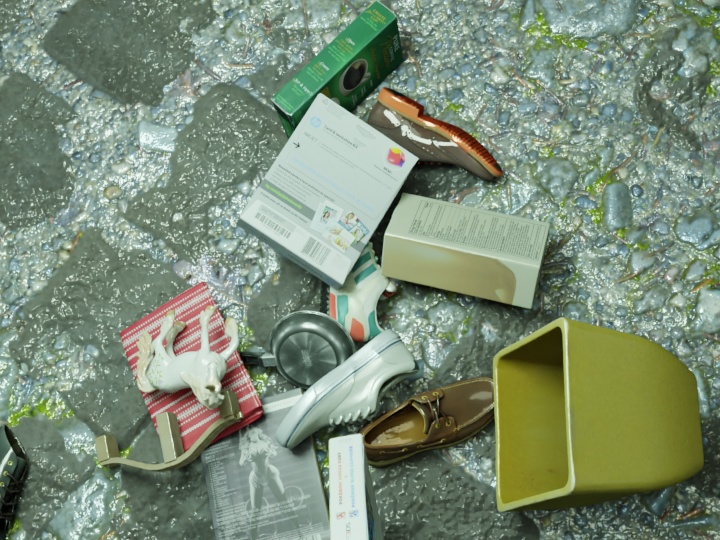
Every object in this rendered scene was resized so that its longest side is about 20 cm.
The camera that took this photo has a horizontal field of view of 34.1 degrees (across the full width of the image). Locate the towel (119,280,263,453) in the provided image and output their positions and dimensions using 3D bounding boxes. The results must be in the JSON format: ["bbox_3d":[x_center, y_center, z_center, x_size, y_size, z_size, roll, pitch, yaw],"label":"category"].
[{"bbox_3d":[-0.219,0.131,1.515,0.144,0.022,0.200,-31,67,9],"label":"towel"}]

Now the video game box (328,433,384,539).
[{"bbox_3d":[0.001,0.320,1.322,0.047,0.201,0.182,-10,34,2],"label":"video game box"}]

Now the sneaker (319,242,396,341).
[{"bbox_3d":[0.000,0.000,1.539,0.093,0.070,0.201,8,70,-11],"label":"sneaker"}]

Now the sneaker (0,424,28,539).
[{"bbox_3d":[-0.455,0.295,1.471,0.106,0.075,0.200,-29,71,-2],"label":"sneaker"}]

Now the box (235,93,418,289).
[{"bbox_3d":[-0.041,-0.101,1.494,0.156,0.041,0.200,32,74,-6],"label":"box"}]

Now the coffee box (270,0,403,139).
[{"bbox_3d":[-0.027,-0.260,1.590,0.200,0.123,0.044,-45,71,-8],"label":"coffee box"}]

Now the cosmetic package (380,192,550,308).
[{"bbox_3d":[0.134,-0.027,1.502,0.199,0.071,0.105,13,38,11],"label":"cosmetic package"}]

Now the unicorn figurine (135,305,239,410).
[{"bbox_3d":[-0.205,0.113,1.447,0.200,0.074,0.138,-22,49,44],"label":"unicorn figurine"}]

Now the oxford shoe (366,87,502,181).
[{"bbox_3d":[0.099,-0.168,1.587,0.200,0.071,0.073,34,106,12],"label":"oxford shoe"}]

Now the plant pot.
[{"bbox_3d":[0.287,0.181,1.382,0.199,0.194,0.196,7,71,-17],"label":"plant pot"}]

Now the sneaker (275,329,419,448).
[{"bbox_3d":[-0.014,0.158,1.441,0.200,0.073,0.071,-41,72,-6],"label":"sneaker"}]

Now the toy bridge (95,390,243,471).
[{"bbox_3d":[-0.235,0.211,1.462,0.199,0.027,0.067,-20,68,14],"label":"toy bridge"}]

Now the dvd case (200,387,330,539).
[{"bbox_3d":[-0.122,0.262,1.474,0.148,0.016,0.201,-16,72,8],"label":"dvd case"}]

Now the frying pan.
[{"bbox_3d":[-0.099,0.097,1.495,0.189,0.031,0.115,13,116,7],"label":"frying pan"}]

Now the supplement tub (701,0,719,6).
[{"bbox_3d":[0.443,-0.466,1.601,0.200,0.140,0.140,37,79,15],"label":"supplement tub"}]

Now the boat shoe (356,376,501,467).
[{"bbox_3d":[0.088,0.186,1.460,0.199,0.068,0.072,-23,71,-2],"label":"boat shoe"}]
